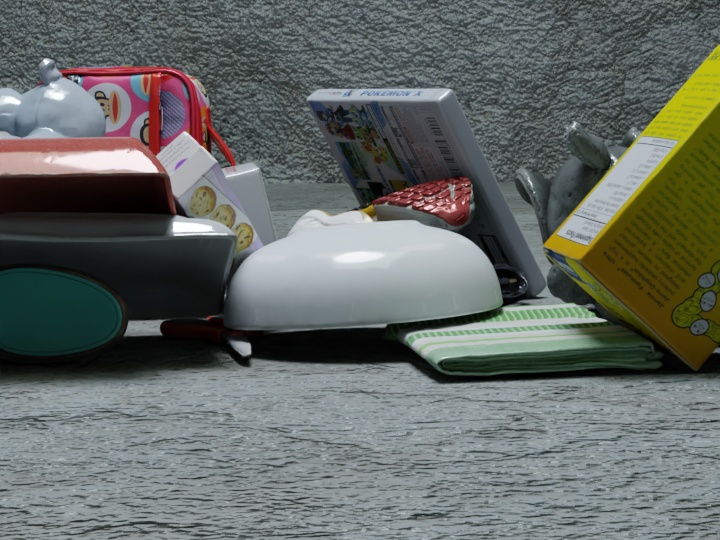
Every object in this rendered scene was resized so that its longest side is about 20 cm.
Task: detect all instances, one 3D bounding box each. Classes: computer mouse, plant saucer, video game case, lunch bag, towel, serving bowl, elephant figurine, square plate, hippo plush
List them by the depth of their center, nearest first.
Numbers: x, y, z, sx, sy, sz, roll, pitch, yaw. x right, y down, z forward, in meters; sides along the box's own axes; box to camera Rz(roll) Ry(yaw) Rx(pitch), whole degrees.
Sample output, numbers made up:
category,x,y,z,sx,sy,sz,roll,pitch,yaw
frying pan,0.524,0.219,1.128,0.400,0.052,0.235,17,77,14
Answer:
category,x,y,z,sx,sy,sz,roll,pitch,yaw
towel,0.102,0.048,1.438,0.152,0.023,0.200,-2,7,-11
plant saucer,-0.224,-0.048,1.454,0.200,0.037,0.200,-2,-16,-2
square plate,-0.191,-0.005,1.492,0.200,0.029,0.198,1,-16,-7
serving bowl,0.000,0.000,1.517,0.200,0.066,0.200,-4,2,0
hippo plush,-0.249,-0.089,1.605,0.200,0.161,0.159,-12,-39,12
elephant figurine,0.184,-0.041,1.665,0.141,0.155,0.200,17,13,-10
computer mouse,0.055,0.016,1.709,0.200,0.034,0.059,3,38,-36
video game case,0.055,-0.068,1.831,0.022,0.200,0.182,-42,28,-28
lunch bag,-0.196,-0.078,1.871,0.176,0.200,0.082,-1,1,5

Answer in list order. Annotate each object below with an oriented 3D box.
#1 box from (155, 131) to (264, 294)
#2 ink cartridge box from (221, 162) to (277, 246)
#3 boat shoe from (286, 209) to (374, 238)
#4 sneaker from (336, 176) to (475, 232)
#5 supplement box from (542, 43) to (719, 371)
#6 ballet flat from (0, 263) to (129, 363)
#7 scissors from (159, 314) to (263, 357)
category,x,y,z,sx,sy,sz,roll,pitch,yaw
box,-0.102,-0.030,1.532,0.039,0.041,0.200,44,-10,26
ink cartridge box,-0.171,-0.027,1.749,0.200,0.084,0.145,-13,5,-3
boat shoe,-0.039,-0.007,1.787,0.069,0.071,0.200,-36,5,-18
sneaker,0.046,-0.027,1.778,0.078,0.082,0.200,-18,-2,-21
supplement box,0.232,-0.049,1.396,0.109,0.200,0.109,42,-1,-10
ballet flat,-0.253,0.031,1.450,0.200,0.068,0.068,0,-5,3
scissors,-0.084,0.045,1.516,0.073,0.014,0.200,-1,3,-23
